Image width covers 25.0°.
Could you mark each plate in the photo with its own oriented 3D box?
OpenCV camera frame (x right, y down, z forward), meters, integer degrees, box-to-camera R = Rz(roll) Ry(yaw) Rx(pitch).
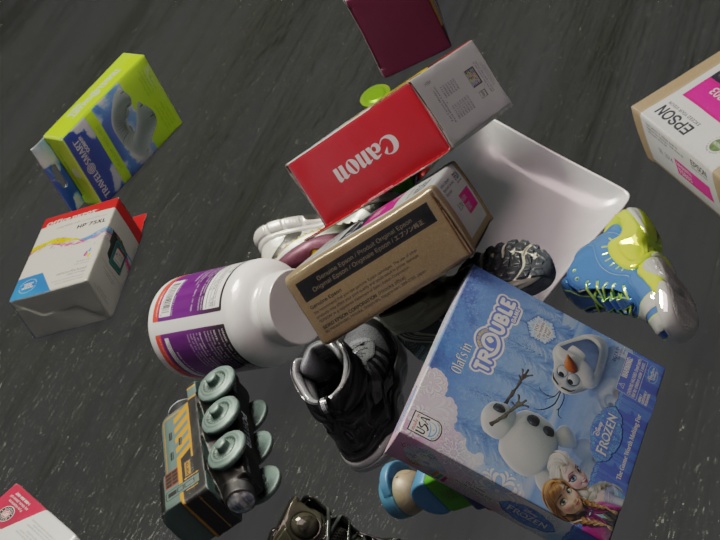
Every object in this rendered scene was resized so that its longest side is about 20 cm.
[{"bbox_3d":[0.146,-0.051,1.683,0.199,0.032,0.200,31,63,26],"label":"plate"}]

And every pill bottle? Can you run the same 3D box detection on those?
[{"bbox_3d":[-0.127,0.050,1.700,0.199,0.113,0.113,-11,36,48],"label":"pill bottle"}]

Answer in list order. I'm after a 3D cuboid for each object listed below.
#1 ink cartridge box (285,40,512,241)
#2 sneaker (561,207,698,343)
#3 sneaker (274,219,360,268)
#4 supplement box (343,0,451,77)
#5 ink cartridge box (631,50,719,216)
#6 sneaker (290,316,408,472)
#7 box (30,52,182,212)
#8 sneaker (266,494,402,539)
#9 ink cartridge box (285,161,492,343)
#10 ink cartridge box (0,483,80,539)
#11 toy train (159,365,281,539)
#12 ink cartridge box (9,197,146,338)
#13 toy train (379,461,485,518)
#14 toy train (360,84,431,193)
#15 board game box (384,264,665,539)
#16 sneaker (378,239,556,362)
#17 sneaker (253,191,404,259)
[{"bbox_3d":[0.028,-0.131,1.663,0.199,0.084,0.175,-31,5,41],"label":"ink cartridge box"},{"bbox_3d":[0.251,0.024,1.537,0.105,0.076,0.201,-34,25,16],"label":"sneaker"},{"bbox_3d":[0.000,0.000,1.722,0.198,0.075,0.091,-19,51,2],"label":"sneaker"},{"bbox_3d":[0.037,-0.368,2.127,0.102,0.131,0.201,-23,36,9],"label":"supplement box"},{"bbox_3d":[0.392,-0.143,1.630,0.164,0.075,0.200,-31,35,-4],"label":"ink cartridge box"},{"bbox_3d":[-0.010,0.093,1.585,0.075,0.114,0.201,-26,35,19],"label":"sneaker"},{"bbox_3d":[-0.337,-0.182,2.173,0.047,0.122,0.200,10,51,41],"label":"box"},{"bbox_3d":[-0.004,0.249,1.391,0.198,0.115,0.077,-5,42,28],"label":"sneaker"},{"bbox_3d":[0.031,-0.021,1.537,0.164,0.075,0.200,-33,3,13],"label":"ink cartridge box"},{"bbox_3d":[-0.360,0.325,1.581,0.200,0.084,0.145,-43,37,-17],"label":"ink cartridge box"},{"bbox_3d":[-0.148,0.181,1.617,0.114,0.085,0.201,-34,33,11],"label":"toy train"},{"bbox_3d":[-0.346,-0.017,2.019,0.115,0.068,0.201,-15,37,21],"label":"ink cartridge box"},{"bbox_3d":[0.090,0.137,1.492,0.115,0.085,0.201,-25,30,37],"label":"toy train"},{"bbox_3d":[0.036,-0.169,1.888,0.084,0.116,0.201,-16,37,18],"label":"toy train"},{"bbox_3d":[0.146,0.119,1.395,0.198,0.043,0.201,27,51,-1],"label":"board game box"},{"bbox_3d":[0.117,0.035,1.581,0.199,0.087,0.078,-20,23,40],"label":"sneaker"},{"bbox_3d":[-0.018,-0.029,1.808,0.198,0.074,0.081,-17,63,11],"label":"sneaker"}]
